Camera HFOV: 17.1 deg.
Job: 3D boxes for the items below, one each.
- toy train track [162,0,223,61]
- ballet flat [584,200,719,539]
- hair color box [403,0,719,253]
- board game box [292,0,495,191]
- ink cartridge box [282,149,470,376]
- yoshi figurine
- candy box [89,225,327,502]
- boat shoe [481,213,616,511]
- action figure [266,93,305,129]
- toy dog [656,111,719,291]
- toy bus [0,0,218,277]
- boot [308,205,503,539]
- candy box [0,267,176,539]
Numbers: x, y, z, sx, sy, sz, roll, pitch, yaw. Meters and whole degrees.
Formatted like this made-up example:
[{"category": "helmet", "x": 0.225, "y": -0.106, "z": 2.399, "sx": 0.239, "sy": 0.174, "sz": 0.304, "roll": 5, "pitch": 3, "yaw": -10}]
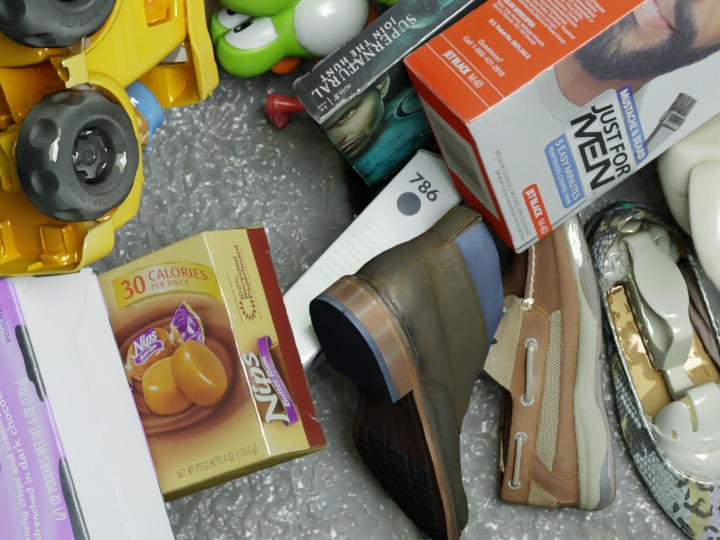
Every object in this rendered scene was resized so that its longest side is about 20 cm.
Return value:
[{"category": "toy train track", "x": -0.053, "y": -0.185, "z": 1.284, "sx": 0.115, "sy": 0.033, "sz": 0.200, "roll": 14, "pitch": 113, "yaw": -36}, {"category": "ballet flat", "x": 0.171, "y": 0.055, "z": 1.308, "sx": 0.072, "sy": 0.072, "sz": 0.201, "roll": -18, "pitch": 83, "yaw": -11}, {"category": "hair color box", "x": 0.130, "y": -0.111, "z": 1.185, "sx": 0.200, "sy": 0.111, "sz": 0.064, "roll": -36, "pitch": 52, "yaw": -7}, {"category": "board game box", "x": 0.064, "y": -0.126, "z": 1.216, "sx": 0.200, "sy": 0.135, "sz": 0.028, "roll": -39, "pitch": 72, "yaw": 2}, {"category": "ink cartridge box", "x": 0.000, "y": 0.000, "z": 1.278, "sx": 0.039, "sy": 0.099, "sz": 0.200, "roll": 44, "pitch": 76, "yaw": 5}, {"category": "yoshi figurine", "x": 0.001, "y": -0.174, "z": 1.233, "sx": 0.200, "sy": 0.112, "sz": 0.112, "roll": -30, "pitch": 98, "yaw": 7}, {"category": "candy box", "x": -0.122, "y": 0.063, "z": 1.212, "sx": 0.200, "sy": 0.056, "sz": 0.117, "roll": -20, "pitch": 82, "yaw": 31}, {"category": "boat shoe", "x": 0.092, "y": 0.037, "z": 1.276, "sx": 0.072, "sy": 0.076, "sz": 0.200, "roll": -7, "pitch": 102, "yaw": 2}, {"category": "action figure", "x": 0.058, "y": -0.092, "z": 1.328, "sx": 0.200, "sy": 0.099, "sz": 0.065, "roll": 6, "pitch": 81, "yaw": 16}, {"category": "toy dog", "x": 0.241, "y": -0.028, "z": 1.283, "sx": 0.139, "sy": 0.200, "sz": 0.194, "roll": -13, "pitch": 38, "yaw": 22}, {"category": "toy bus", "x": -0.132, "y": -0.116, "z": 1.147, "sx": 0.192, "sy": 0.136, "sz": 0.200, "roll": -25, "pitch": 112, "yaw": -46}, {"category": "boot", "x": 0.046, "y": 0.059, "z": 1.243, "sx": 0.097, "sy": 0.200, "sz": 0.075, "roll": -40, "pitch": 49, "yaw": -21}, {"category": "candy box", "x": -0.202, "y": 0.111, "z": 1.188, "sx": 0.200, "sy": 0.072, "sz": 0.168, "roll": -22, "pitch": 82, "yaw": 30}]
